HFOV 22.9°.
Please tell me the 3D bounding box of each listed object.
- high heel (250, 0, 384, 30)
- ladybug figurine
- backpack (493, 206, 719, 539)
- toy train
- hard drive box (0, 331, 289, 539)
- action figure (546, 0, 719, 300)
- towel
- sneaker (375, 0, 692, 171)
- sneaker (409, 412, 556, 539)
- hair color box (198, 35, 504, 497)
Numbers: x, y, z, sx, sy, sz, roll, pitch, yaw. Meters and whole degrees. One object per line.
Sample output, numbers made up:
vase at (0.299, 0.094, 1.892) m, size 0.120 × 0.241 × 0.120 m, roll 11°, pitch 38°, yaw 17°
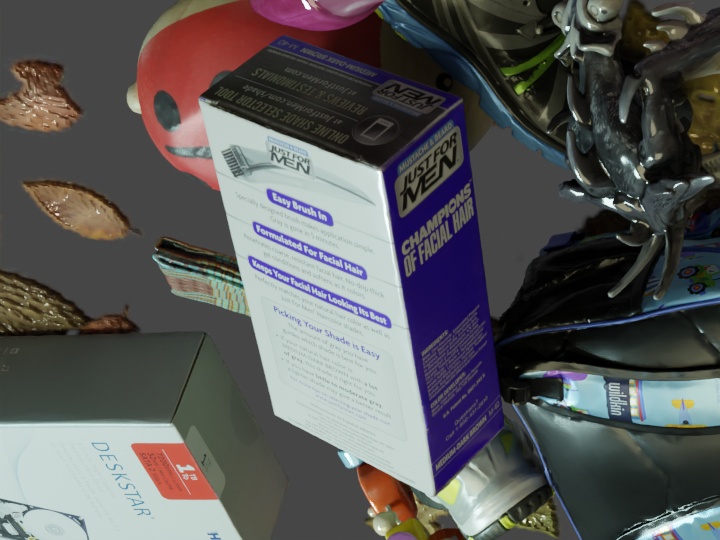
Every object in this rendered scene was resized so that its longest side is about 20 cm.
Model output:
high heel at (0.028, -0.177, 0.693) m, size 0.096 × 0.200 × 0.067 m, roll 0°, pitch 137°, yaw 53°
ladybug figurine at (-0.029, -0.083, 0.890) m, size 0.200 × 0.072 × 0.136 m, roll -2°, pitch 135°, yaw 23°
backpack at (0.189, 0.057, 0.902) m, size 0.200 × 0.135 × 0.183 m, roll -14°, pitch 119°, yaw 30°
toy train at (0.060, 0.189, 1.101) m, size 0.056 × 0.150 × 0.200 m, roll -31°, pitch 95°, yaw 1°
hard drive box at (-0.170, 0.118, 1.163) m, size 0.200 × 0.077 × 0.156 m, roll -3°, pitch 135°, yaw 23°
action figure at (0.124, -0.094, 0.732) m, size 0.102 × 0.119 × 0.200 m, roll -14°, pitch 97°, yaw -15°
towel at (-0.016, 0.029, 0.997) m, size 0.200 × 0.022 × 0.147 m, roll 17°, pitch 171°, yaw 2°
sneaker at (0.084, -0.112, 0.812) m, size 0.200 × 0.071 × 0.083 m, roll 35°, pitch 127°, yaw -26°
sneaker at (0.055, 0.093, 1.010) m, size 0.076 × 0.075 × 0.200 m, roll 57°, pitch 171°, yaw -8°
hair color box at (0.000, 0.000, 0.831) m, size 0.109 × 0.065 × 0.200 m, roll 24°, pitch 142°, yaw 34°
